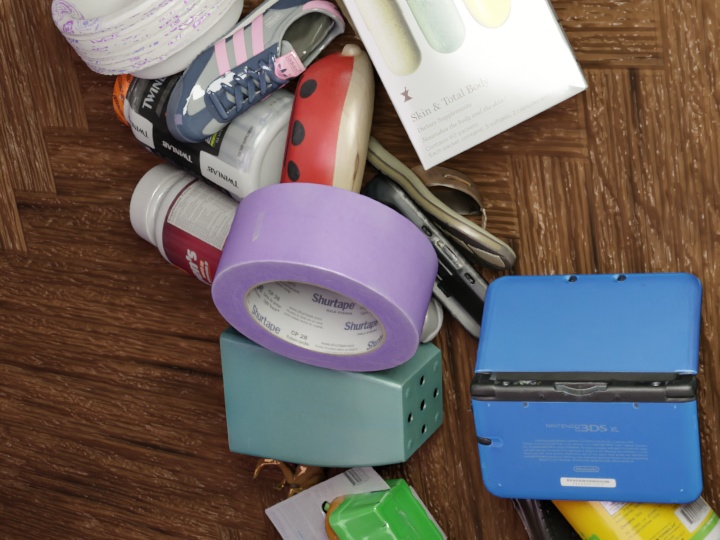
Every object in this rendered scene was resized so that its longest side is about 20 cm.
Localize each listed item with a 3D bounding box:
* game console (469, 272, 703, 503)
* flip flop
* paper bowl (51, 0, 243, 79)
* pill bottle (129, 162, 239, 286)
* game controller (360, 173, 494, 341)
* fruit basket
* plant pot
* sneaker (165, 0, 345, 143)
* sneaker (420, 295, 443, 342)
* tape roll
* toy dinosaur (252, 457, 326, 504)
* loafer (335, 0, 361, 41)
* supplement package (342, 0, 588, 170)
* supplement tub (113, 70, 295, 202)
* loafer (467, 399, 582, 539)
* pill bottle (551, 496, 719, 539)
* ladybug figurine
[{"bbox_3d":[0.208,0.105,1.350,0.198,0.118,0.172,-1,114,20],"label":"game console"},{"bbox_3d":[0.077,-0.073,1.439,0.200,0.058,0.081,44,174,32],"label":"flip flop"},{"bbox_3d":[-0.196,-0.268,1.480,0.199,0.201,0.105,2,140,39],"label":"paper bowl"},{"bbox_3d":[-0.149,-0.040,1.599,0.199,0.109,0.110,26,126,37],"label":"pill bottle"},{"bbox_3d":[0.075,-0.011,1.444,0.200,0.042,0.104,47,160,-3],"label":"game controller"},{"bbox_3d":[0.004,0.309,1.667,0.186,0.094,0.200,54,140,-3],"label":"fruit basket"},{"bbox_3d":[-0.021,0.120,1.563,0.199,0.141,0.143,12,118,28],"label":"plant pot"},{"bbox_3d":[-0.098,-0.193,1.428,0.082,0.200,0.070,29,162,49],"label":"sneaker"},{"bbox_3d":[0.000,0.000,1.521,0.200,0.082,0.075,48,133,10],"label":"sneaker"},{"bbox_3d":[-0.032,0.009,1.394,0.198,0.086,0.200,12,152,6],"label":"tape roll"},{"bbox_3d":[-0.060,0.212,1.705,0.105,0.061,0.201,19,130,1],"label":"toy dinosaur"},{"bbox_3d":[0.039,-0.223,1.393,0.201,0.076,0.067,56,168,-6],"label":"loafer"},{"bbox_3d":[0.082,-0.212,1.268,0.151,0.151,0.201,-26,94,11],"label":"supplement package"},{"bbox_3d":[-0.150,-0.154,1.542,0.199,0.122,0.123,28,126,25],"label":"supplement tub"},{"bbox_3d":[0.167,0.196,1.497,0.071,0.073,0.202,-16,95,52],"label":"loafer"},{"bbox_3d":[0.235,0.198,1.404,0.200,0.111,0.111,51,133,8],"label":"pill bottle"},{"bbox_3d":[-0.034,-0.118,1.428,0.071,0.136,0.202,8,108,-8],"label":"ladybug figurine"}]
